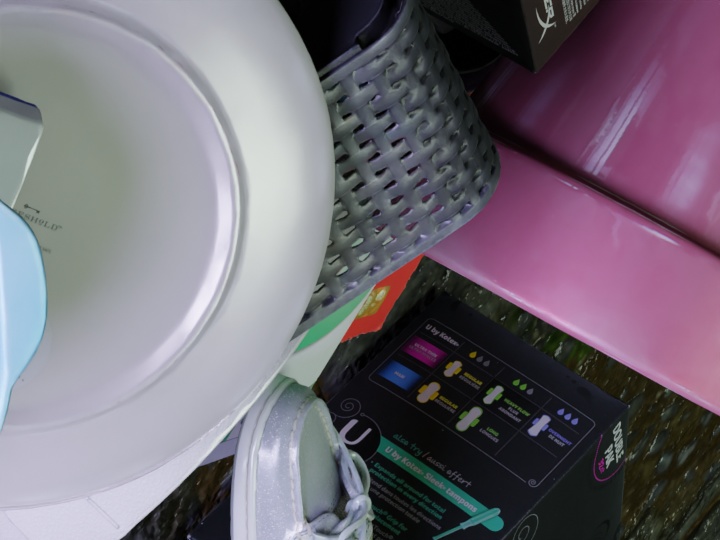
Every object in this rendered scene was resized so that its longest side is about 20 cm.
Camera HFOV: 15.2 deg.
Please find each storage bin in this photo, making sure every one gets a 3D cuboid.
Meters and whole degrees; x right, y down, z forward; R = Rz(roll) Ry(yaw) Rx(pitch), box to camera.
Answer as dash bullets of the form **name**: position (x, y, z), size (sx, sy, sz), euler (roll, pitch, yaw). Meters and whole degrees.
- **storage bin**: position (-0.072, -0.040, 0.897), size (0.199, 0.135, 0.094), euler (-33, 137, -3)

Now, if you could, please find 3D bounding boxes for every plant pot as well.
- **plant pot**: position (0.131, -0.050, 1.073), size (0.180, 0.199, 0.200), euler (-61, 154, 1)

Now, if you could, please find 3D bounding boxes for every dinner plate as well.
- **dinner plate**: position (-0.102, -0.017, 0.796), size (0.199, 0.024, 0.201), euler (-5, 112, -12)

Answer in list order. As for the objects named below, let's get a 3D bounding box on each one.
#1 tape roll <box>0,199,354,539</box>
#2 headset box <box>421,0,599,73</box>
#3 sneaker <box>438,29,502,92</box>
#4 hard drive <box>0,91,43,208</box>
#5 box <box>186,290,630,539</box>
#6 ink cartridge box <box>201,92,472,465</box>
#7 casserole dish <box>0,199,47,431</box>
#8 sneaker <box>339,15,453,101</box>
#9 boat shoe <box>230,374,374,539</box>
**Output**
- **tape roll**: position (-0.083, 0.035, 1.000), size (0.203, 0.037, 0.203), euler (-42, -165, 14)
- **headset box**: position (0.065, -0.196, 1.029), size (0.200, 0.148, 0.075), euler (-48, 152, -18)
- **sneaker**: position (0.082, -0.169, 1.195), size (0.200, 0.076, 0.088), euler (-53, 168, -3)
- **hard drive**: position (-0.205, -0.017, 0.743), size (0.199, 0.025, 0.132), euler (19, 105, -19)
- **box**: position (0.027, 0.141, 1.341), size (0.200, 0.124, 0.149), euler (-43, 151, -30)
- **ink cartridge box**: position (0.000, 0.000, 1.202), size (0.200, 0.050, 0.161), euler (-14, 142, -53)
- **casserole dish**: position (-0.185, 0.009, 0.722), size (0.199, 0.039, 0.122), euler (-6, 112, -11)
- **sneaker**: position (-0.001, -0.123, 1.097), size (0.200, 0.075, 0.087), euler (-35, 105, -14)
- **boat shoe**: position (-0.009, 0.138, 1.168), size (0.074, 0.064, 0.203), euler (-50, 134, -60)
